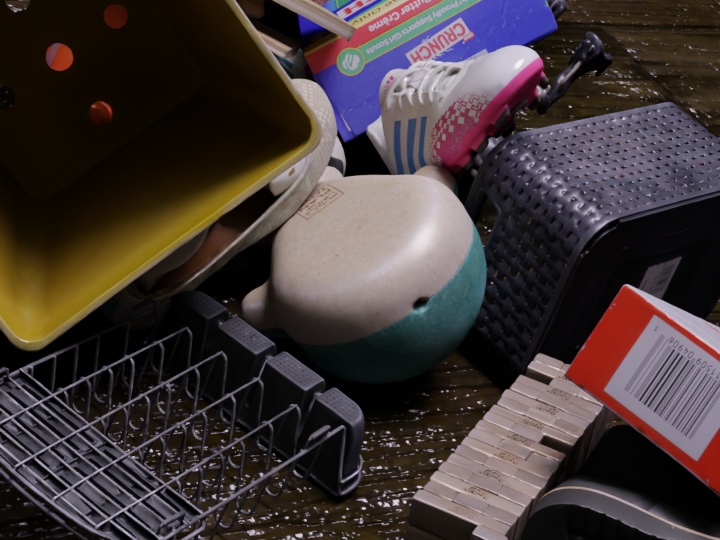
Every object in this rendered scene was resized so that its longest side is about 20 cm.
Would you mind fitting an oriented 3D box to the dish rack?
[{"bbox_3d":[-0.104,0.086,0.964,0.153,0.055,0.200,33,36,25],"label":"dish rack"}]

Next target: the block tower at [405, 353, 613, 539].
[{"bbox_3d":[0.085,0.113,1.015,0.058,0.054,0.200,20,30,17],"label":"block tower"}]

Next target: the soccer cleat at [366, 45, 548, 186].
[{"bbox_3d":[0.050,-0.101,1.149,0.070,0.200,0.086,-41,86,-23],"label":"soccer cleat"}]

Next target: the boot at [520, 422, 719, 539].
[{"bbox_3d":[0.197,0.146,0.967,0.199,0.078,0.138,29,26,10],"label":"boot"}]

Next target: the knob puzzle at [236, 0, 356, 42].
[{"bbox_3d":[-0.094,-0.194,1.203,0.219,0.031,0.220,29,7,-4],"label":"knob puzzle"}]

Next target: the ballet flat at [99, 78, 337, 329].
[{"bbox_3d":[-0.077,-0.042,1.080,0.067,0.062,0.200,40,71,-1],"label":"ballet flat"}]

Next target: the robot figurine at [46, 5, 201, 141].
[{"bbox_3d":[-0.142,-0.116,1.198,0.144,0.117,0.200,-41,59,-22],"label":"robot figurine"}]

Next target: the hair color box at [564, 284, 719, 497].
[{"bbox_3d":[0.203,0.076,1.008,0.111,0.064,0.200,38,10,29],"label":"hair color box"}]

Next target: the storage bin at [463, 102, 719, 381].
[{"bbox_3d":[0.157,-0.018,1.177,0.199,0.136,0.094,-14,46,-42],"label":"storage bin"}]

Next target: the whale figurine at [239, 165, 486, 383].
[{"bbox_3d":[0.000,0.000,1.121,0.159,0.104,0.200,-37,28,-11],"label":"whale figurine"}]

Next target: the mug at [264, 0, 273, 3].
[{"bbox_3d":[-0.061,-0.276,1.442,0.177,0.134,0.200,-1,-15,36],"label":"mug"}]

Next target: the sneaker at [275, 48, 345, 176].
[{"bbox_3d":[-0.057,-0.127,1.300,0.093,0.071,0.200,-18,44,-37],"label":"sneaker"}]

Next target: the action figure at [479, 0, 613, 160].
[{"bbox_3d":[0.099,-0.108,1.335,0.119,0.102,0.200,37,61,13],"label":"action figure"}]

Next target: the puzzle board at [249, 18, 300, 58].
[{"bbox_3d":[-0.133,-0.187,1.192,0.199,0.017,0.151,29,8,-3],"label":"puzzle board"}]

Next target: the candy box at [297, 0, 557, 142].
[{"bbox_3d":[0.042,-0.185,1.317,0.169,0.077,0.200,-27,20,6],"label":"candy box"}]

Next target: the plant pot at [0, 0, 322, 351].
[{"bbox_3d":[-0.165,-0.108,1.017,0.200,0.200,0.176,54,0,-16],"label":"plant pot"}]
